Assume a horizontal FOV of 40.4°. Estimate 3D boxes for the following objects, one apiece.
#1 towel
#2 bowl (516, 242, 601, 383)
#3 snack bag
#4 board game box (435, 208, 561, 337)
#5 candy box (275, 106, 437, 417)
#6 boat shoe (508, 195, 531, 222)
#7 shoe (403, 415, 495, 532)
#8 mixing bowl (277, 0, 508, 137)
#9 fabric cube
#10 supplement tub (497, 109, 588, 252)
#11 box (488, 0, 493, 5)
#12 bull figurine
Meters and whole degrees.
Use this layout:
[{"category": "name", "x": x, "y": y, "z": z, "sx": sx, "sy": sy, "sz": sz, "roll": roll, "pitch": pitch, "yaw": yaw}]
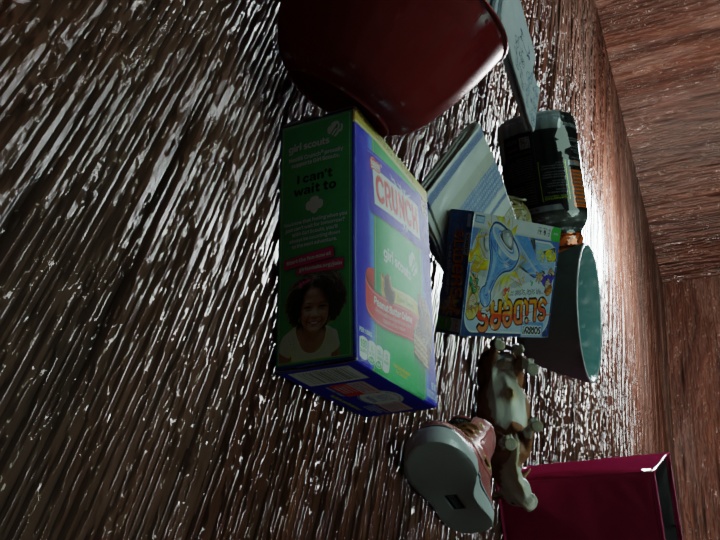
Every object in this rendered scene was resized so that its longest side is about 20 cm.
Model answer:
[{"category": "towel", "x": 0.128, "y": -0.050, "z": 1.130, "sx": 0.148, "sy": 0.023, "sz": 0.202, "roll": -52, "pitch": 131, "yaw": -30}, {"category": "bowl", "x": 0.288, "y": 0.063, "z": 1.435, "sx": 0.200, "sy": 0.103, "sz": 0.206, "roll": -2, "pitch": 90, "yaw": -68}, {"category": "snack bag", "x": 0.228, "y": -0.332, "z": 1.413, "sx": 0.202, "sy": 0.021, "sz": 0.191, "roll": -75, "pitch": 147, "yaw": -47}, {"category": "board game box", "x": 0.165, "y": 0.008, "z": 1.138, "sx": 0.198, "sy": 0.034, "sz": 0.139, "roll": 4, "pitch": 93, "yaw": -50}, {"category": "candy box", "x": 0.000, "y": 0.000, "z": 0.795, "sx": 0.169, "sy": 0.076, "sz": 0.204, "roll": 37, "pitch": 46, "yaw": -59}, {"category": "boat shoe", "x": 0.176, "y": -0.074, "z": 1.269, "sx": 0.200, "sy": 0.072, "sz": 0.064, "roll": -34, "pitch": 115, "yaw": -66}, {"category": "shoe", "x": 0.091, "y": 0.178, "z": 0.965, "sx": 0.201, "sy": 0.070, "sz": 0.092, "roll": 62, "pitch": 26, "yaw": -49}, {"category": "mixing bowl", "x": 0.007, "y": -0.179, "z": 0.784, "sx": 0.110, "sy": 0.198, "sz": 0.200, "roll": -59, "pitch": 149, "yaw": -5}, {"category": "fabric cube", "x": 0.301, "y": 0.349, "z": 1.241, "sx": 0.196, "sy": 0.195, "sz": 0.205, "roll": 8, "pitch": 74, "yaw": -68}, {"category": "supplement tub", "x": 0.277, "y": -0.129, "z": 1.478, "sx": 0.122, "sy": 0.120, "sz": 0.205, "roll": 11, "pitch": 72, "yaw": -67}, {"category": "box", "x": 0.156, "y": -0.344, "z": 1.345, "sx": 0.200, "sy": 0.059, "sz": 0.119, "roll": -36, "pitch": 114, "yaw": -66}, {"category": "bull figurine", "x": 0.174, "y": 0.178, "z": 1.151, "sx": 0.122, "sy": 0.064, "sz": 0.204, "roll": 108, "pitch": -23, "yaw": -64}]
